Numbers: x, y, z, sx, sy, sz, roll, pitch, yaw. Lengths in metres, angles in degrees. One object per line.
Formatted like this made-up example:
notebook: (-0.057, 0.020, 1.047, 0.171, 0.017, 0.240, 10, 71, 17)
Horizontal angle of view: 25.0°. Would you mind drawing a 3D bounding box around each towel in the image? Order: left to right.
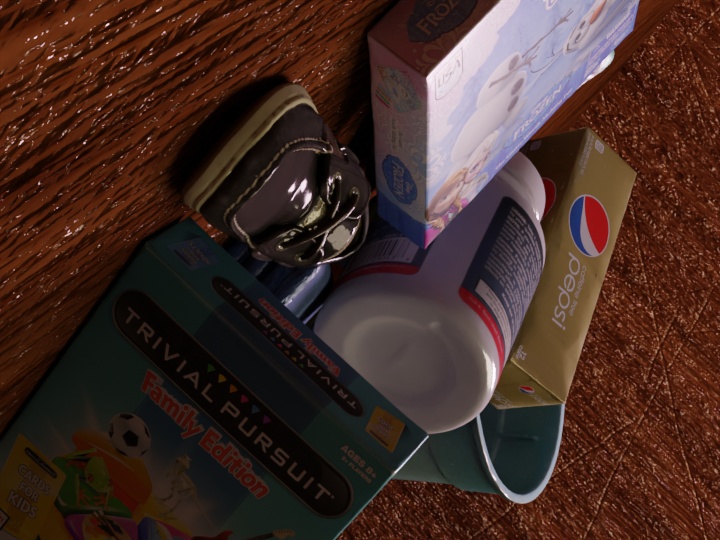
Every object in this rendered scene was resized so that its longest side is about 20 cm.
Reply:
towel: (-0.067, 0.024, 0.980, 0.112, 0.049, 0.200, -47, 176, -4)

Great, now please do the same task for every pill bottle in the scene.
pill bottle: (0.056, 0.001, 1.064, 0.120, 0.120, 0.200, -52, -175, 41)

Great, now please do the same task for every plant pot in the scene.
plant pot: (0.037, 0.085, 1.287, 0.196, 0.200, 0.200, -4, -163, 25)

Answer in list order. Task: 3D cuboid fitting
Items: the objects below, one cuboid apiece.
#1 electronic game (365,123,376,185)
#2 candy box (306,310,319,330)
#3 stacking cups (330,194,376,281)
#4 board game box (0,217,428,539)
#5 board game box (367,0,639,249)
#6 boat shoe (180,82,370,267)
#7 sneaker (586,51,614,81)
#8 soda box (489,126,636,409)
electronic game: (0.073, -0.131, 1.028, 0.200, 0.042, 0.200, -48, 175, -5)
candy box: (-0.073, 0.076, 1.091, 0.200, 0.102, 0.026, -45, 131, -34)
stacking cups: (0.000, 0.000, 1.217, 0.200, 0.060, 0.061, -51, 178, -34)
board game box: (-0.088, 0.099, 0.768, 0.200, 0.151, 0.047, -51, 174, 27)
board game box: (0.085, -0.131, 0.885, 0.200, 0.043, 0.199, -47, 161, -16)
boat shoe: (-0.027, -0.036, 0.740, 0.073, 0.065, 0.200, -47, 175, 7)
sneaker: (0.117, -0.130, 1.213, 0.140, 0.078, 0.200, -49, 175, 5)
soda box: (0.131, -0.002, 1.168, 0.068, 0.064, 0.200, -10, -129, 47)
